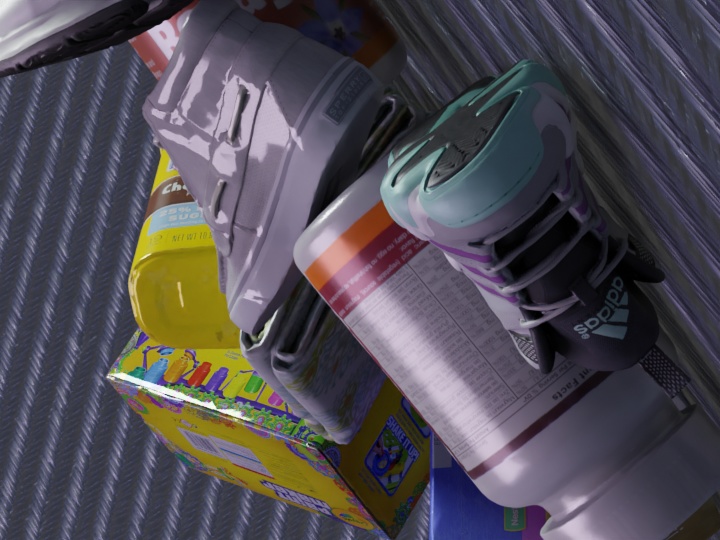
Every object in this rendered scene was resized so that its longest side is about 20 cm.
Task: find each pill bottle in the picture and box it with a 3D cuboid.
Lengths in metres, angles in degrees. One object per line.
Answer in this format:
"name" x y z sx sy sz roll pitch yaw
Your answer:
"pill bottle" 0.071 0.034 0.920 0.200 0.110 0.110 50 178 3
"pill bottle" -0.076 -0.153 1.030 0.200 0.112 0.112 53 178 -10

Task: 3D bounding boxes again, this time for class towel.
"towel" 0.000 0.000 1.169 0.048 0.171 0.200 26 170 17

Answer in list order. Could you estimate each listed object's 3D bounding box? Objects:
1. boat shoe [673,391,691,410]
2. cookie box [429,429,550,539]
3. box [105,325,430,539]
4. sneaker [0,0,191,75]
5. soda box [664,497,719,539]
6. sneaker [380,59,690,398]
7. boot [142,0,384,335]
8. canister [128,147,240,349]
"boat shoe" 0.096 0.034 1.007 0.202 0.065 0.074 54 177 -6
"cookie box" 0.099 0.125 1.280 0.200 0.075 0.172 56 -147 -61
"box" -0.029 0.052 1.426 0.200 0.193 0.122 15 153 39
"sneaker" -0.116 -0.170 0.931 0.076 0.200 0.116 -25 -90 -55
"soda box" 0.144 0.104 1.141 0.068 0.064 0.200 52 178 31
"sneaker" 0.077 -0.005 0.775 0.140 0.078 0.200 51 -172 -4
"boot" -0.056 -0.051 0.969 0.095 0.074 0.200 34 145 7
"canister" -0.066 -0.039 1.333 0.200 0.148 0.087 -84 -11 -55
